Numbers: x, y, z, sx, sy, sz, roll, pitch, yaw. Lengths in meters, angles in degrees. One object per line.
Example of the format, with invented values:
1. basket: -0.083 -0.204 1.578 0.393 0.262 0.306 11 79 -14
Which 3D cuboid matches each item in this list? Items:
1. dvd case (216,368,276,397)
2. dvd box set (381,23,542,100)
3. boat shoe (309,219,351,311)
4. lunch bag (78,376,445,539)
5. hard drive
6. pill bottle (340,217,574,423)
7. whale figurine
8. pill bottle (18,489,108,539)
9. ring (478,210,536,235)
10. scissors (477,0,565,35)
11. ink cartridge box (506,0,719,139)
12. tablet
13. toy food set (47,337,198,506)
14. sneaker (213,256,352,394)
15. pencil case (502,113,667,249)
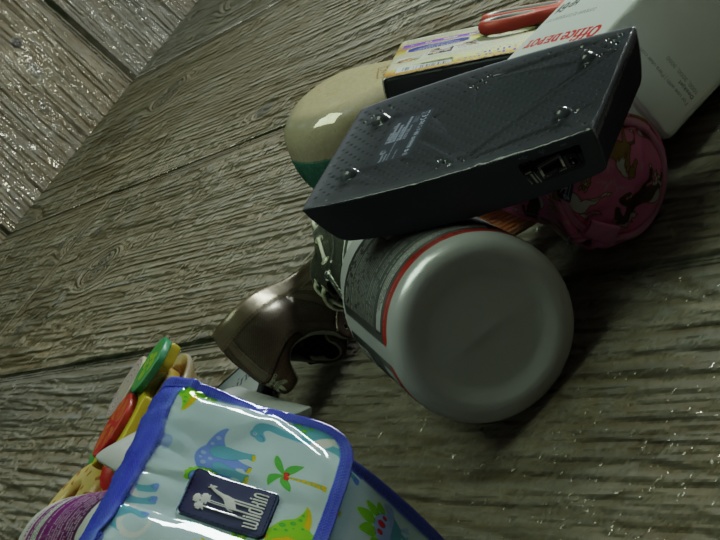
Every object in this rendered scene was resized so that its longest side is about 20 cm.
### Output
1. dvd case: -0.122 0.146 1.723 0.143 0.018 0.200 -43 16 22
2. dvd box set: 0.096 -0.158 1.625 0.146 0.030 0.200 -11 12 7
3. boat shoe: 0.000 0.000 1.611 0.064 0.071 0.200 -41 28 20
4. lunch bag: -0.054 0.168 1.138 0.127 0.200 0.170 -38 17 33
5. hard drive: 0.072 -0.080 1.328 0.199 0.042 0.135 -15 28 30
6. pill bottle: 0.052 0.020 1.369 0.116 0.116 0.200 -48 16 -1
7. whale figurine: 0.038 -0.122 1.841 0.199 0.104 0.159 -19 21 10
8. pill bottle: -0.160 0.206 1.503 0.112 0.112 0.200 -55 16 -24
9. ring: 0.089 -0.070 1.553 0.200 0.019 0.201 -22 31 15
10. scissors: 0.179 -0.201 1.626 0.199 0.014 0.073 -9 10 22
11. ink cartridge box: 0.208 -0.177 1.453 0.200 0.085 0.144 -48 15 -15
12. tablet: -0.120 0.122 1.625 0.130 0.014 0.200 -26 10 -16
13. toy food set: -0.198 0.149 1.811 0.200 0.049 0.198 -41 21 59
14. sneaker: -0.032 0.036 1.676 0.200 0.076 0.070 -33 -12 -47
15. pencil case: 0.115 -0.072 1.419 0.086 0.083 0.200 -30 23 -17
